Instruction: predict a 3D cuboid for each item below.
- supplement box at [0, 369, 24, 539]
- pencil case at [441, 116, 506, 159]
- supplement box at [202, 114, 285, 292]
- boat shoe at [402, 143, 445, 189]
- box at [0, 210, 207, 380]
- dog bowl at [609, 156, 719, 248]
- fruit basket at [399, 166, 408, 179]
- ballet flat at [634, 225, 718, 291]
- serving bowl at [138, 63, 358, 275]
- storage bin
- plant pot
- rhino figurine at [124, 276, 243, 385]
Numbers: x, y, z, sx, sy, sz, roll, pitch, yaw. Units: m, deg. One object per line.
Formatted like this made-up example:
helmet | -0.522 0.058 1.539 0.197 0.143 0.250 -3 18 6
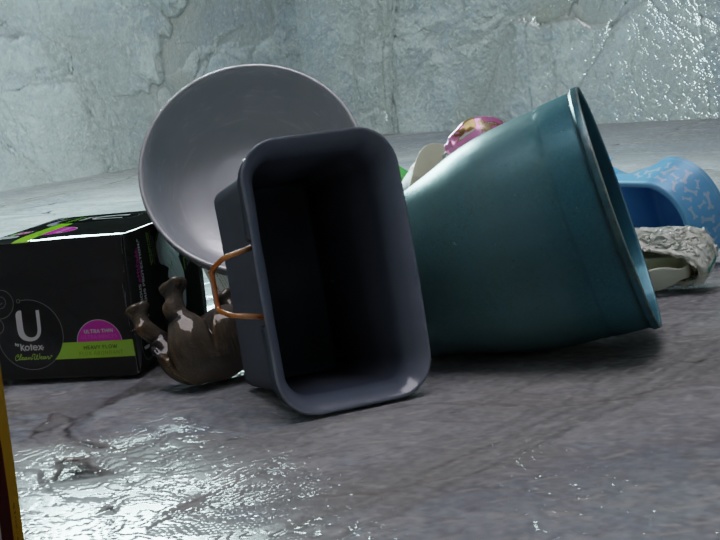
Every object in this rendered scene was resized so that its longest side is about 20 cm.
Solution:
supplement box | -0.273 0.126 0.691 0.197 0.133 0.200 -5 8 3
pencil case | 0.141 -0.078 1.477 0.086 0.083 0.200 -35 29 4
supplement box | -0.086 -0.060 1.523 0.073 0.126 0.200 -17 -17 -42
boat shoe | 0.054 -0.053 1.699 0.071 0.063 0.200 26 52 0
box | -0.239 0.018 1.413 0.148 0.124 0.200 -4 7 12
dog bowl | 0.286 -0.058 1.623 0.050 0.112 0.200 -28 20 -32
fruit basket | -0.048 -0.078 1.792 0.215 0.156 0.216 6 17 -2
ballet flat | 0.233 -0.006 1.462 0.200 0.072 0.072 -5 9 16
serving bowl | -0.094 -0.080 1.389 0.200 0.200 0.066 -6 -21 -2
storage bin | -0.050 0.007 1.181 0.145 0.200 0.134 -10 -2 -24
plant pot | 0.119 -0.020 1.249 0.188 0.200 0.200 -20 5 13
rhino figurine | -0.088 0.045 1.297 0.200 0.088 0.060 -11 -29 -35
